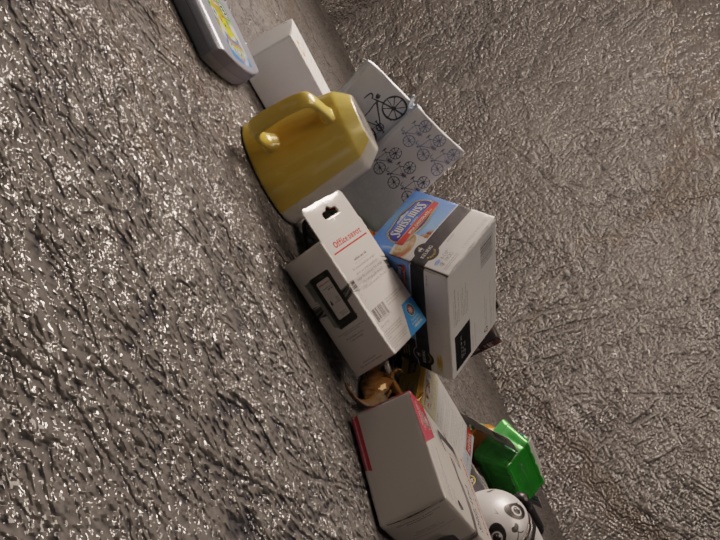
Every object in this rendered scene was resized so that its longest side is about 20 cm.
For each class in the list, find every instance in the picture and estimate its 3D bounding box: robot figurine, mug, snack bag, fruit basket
[{"bbox_3d":[0.201,0.399,1.191,0.202,0.123,0.151,61,10,-18],"label":"robot figurine"},{"bbox_3d":[-0.061,-0.160,1.152,0.151,0.151,0.187,62,10,-10],"label":"mug"},{"bbox_3d":[0.019,-0.176,1.238,0.200,0.188,0.022,43,23,-16],"label":"snack bag"},{"bbox_3d":[0.219,0.310,1.490,0.199,0.093,0.187,27,-30,54],"label":"fruit basket"}]

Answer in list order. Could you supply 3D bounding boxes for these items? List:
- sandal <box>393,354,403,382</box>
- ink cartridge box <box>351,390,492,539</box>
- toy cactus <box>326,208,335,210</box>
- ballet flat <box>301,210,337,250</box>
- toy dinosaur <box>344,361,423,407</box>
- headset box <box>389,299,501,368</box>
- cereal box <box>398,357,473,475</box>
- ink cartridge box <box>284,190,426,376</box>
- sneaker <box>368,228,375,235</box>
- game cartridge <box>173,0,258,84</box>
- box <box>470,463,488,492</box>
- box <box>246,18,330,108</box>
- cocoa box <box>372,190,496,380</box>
[{"bbox_3d":[0.084,0.189,1.324,0.079,0.058,0.210,-42,117,-58],"label":"sandal"},{"bbox_3d":[0.077,0.258,1.014,0.201,0.084,0.147,56,12,-48],"label":"ink cartridge box"},{"bbox_3d":[0.000,0.000,1.300,0.202,0.101,0.165,58,-3,22],"label":"toy cactus"},{"bbox_3d":[-0.039,-0.006,1.141,0.067,0.056,0.202,53,19,-49],"label":"ballet flat"},{"bbox_3d":[0.021,0.161,1.106,0.105,0.061,0.200,34,13,-2],"label":"toy dinosaur"},{"bbox_3d":[0.130,0.082,1.422,0.151,0.198,0.075,65,10,16],"label":"headset box"},{"bbox_3d":[0.107,0.240,1.240,0.201,0.039,0.145,59,30,-33],"label":"cereal box"},{"bbox_3d":[-0.015,0.012,1.063,0.202,0.067,0.116,57,30,-1],"label":"ink cartridge box"},{"bbox_3d":[0.077,-0.002,1.337,0.203,0.077,0.075,67,13,0],"label":"sneaker"},{"bbox_3d":[-0.199,-0.330,1.205,0.200,0.040,0.135,-29,96,-81],"label":"game cartridge"},{"bbox_3d":[0.191,0.371,1.357,0.163,0.049,0.200,62,-1,-24],"label":"box"},{"bbox_3d":[-0.106,-0.292,1.425,0.202,0.096,0.125,60,10,-25],"label":"box"},{"bbox_3d":[0.100,0.020,1.181,0.130,0.134,0.202,22,-39,29],"label":"cocoa box"}]
